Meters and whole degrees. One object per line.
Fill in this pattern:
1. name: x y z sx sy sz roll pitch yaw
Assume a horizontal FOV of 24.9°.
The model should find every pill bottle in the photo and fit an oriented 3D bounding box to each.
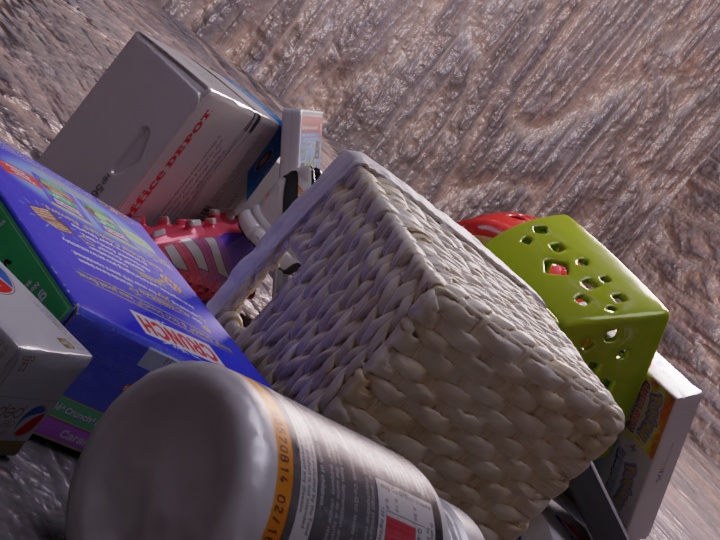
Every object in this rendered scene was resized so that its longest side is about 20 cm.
1. pill bottle: -0.030 0.126 0.750 0.199 0.117 0.116 32 11 -45

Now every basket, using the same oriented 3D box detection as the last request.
1. basket: 0.018 0.077 0.992 0.199 0.198 0.161 35 13 -36

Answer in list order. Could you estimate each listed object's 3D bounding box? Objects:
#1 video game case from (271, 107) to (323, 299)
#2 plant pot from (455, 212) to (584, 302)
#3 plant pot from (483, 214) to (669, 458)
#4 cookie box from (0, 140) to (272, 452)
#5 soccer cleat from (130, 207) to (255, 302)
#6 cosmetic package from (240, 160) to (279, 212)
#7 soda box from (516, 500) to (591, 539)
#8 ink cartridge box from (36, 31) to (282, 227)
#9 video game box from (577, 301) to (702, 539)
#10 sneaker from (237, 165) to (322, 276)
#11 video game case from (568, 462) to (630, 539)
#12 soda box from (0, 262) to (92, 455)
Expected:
1. video game case: -0.053 -0.033 1.363 0.017 0.202 0.143 4 5 6
2. plant pot: 0.164 0.026 2.043 0.200 0.201 0.182 42 16 18
3. plant pot: 0.177 0.075 1.728 0.180 0.201 0.200 -3 35 -36
4. cookie box: -0.157 0.019 0.897 0.171 0.075 0.200 33 10 -47
5. soccer cleat: -0.130 -0.005 1.260 0.066 0.077 0.200 4 8 24
6. cosmetic package: -0.090 -0.084 1.830 0.199 0.081 0.113 38 9 -25
7. soda box: 0.140 0.227 1.209 0.068 0.064 0.200 40 7 -9
8. ink cartridge box: -0.154 -0.093 1.305 0.084 0.146 0.200 41 6 17
9. video game box: 0.277 0.166 1.795 0.046 0.202 0.182 -9 37 -34
10. sneaker: 0.000 0.000 1.244 0.200 0.080 0.074 42 5 4
11. video game case: 0.203 0.234 1.234 0.181 0.025 0.201 60 6 -56
12. soda box: -0.221 -0.003 0.759 0.200 0.064 0.068 42 8 19
